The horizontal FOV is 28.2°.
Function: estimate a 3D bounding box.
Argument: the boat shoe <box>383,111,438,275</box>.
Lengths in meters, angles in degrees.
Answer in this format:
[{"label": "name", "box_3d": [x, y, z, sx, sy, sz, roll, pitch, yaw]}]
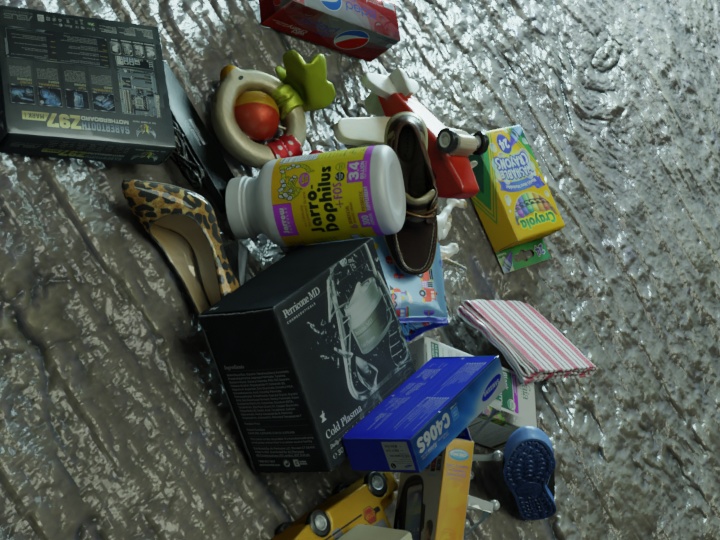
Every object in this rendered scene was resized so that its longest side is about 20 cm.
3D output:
[{"label": "boat shoe", "box_3d": [0.060, -0.088, 1.730, 0.072, 0.072, 0.202, -101, -170, -77]}]

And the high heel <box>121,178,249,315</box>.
[{"label": "high heel", "box_3d": [-0.196, -0.010, 1.601, 0.200, 0.071, 0.143, 37, 40, -37]}]

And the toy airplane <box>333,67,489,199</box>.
[{"label": "toy airplane", "box_3d": [0.061, -0.164, 1.852, 0.199, 0.142, 0.199, 25, 26, -6]}]

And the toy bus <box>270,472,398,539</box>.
[{"label": "toy bus", "box_3d": [-0.030, 0.296, 1.608, 0.200, 0.065, 0.079, -26, 88, -48]}]

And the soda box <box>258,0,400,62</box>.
[{"label": "soda box", "box_3d": [-0.042, -0.348, 1.942, 0.199, 0.070, 0.064, 13, 60, -40]}]

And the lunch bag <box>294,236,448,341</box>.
[{"label": "lunch bag", "box_3d": [0.000, 0.000, 1.791, 0.199, 0.094, 0.152, 6, 70, -33]}]

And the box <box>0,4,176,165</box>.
[{"label": "box", "box_3d": [-0.311, -0.203, 1.589, 0.199, 0.051, 0.159, 1, 67, -32]}]

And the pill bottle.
[{"label": "pill bottle", "box_3d": [-0.053, -0.084, 1.677, 0.104, 0.198, 0.105, -7, 90, -74]}]

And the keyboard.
[{"label": "keyboard", "box_3d": [-0.213, -0.155, 1.707, 0.201, 0.039, 0.104, 59, 18, -1]}]

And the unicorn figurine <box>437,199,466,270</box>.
[{"label": "unicorn figurine", "box_3d": [0.089, -0.079, 1.936, 0.200, 0.074, 0.137, 46, 42, 8]}]

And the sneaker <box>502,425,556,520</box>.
[{"label": "sneaker", "box_3d": [0.213, 0.241, 1.826, 0.201, 0.070, 0.078, 77, 4, -52]}]

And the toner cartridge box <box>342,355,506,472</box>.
[{"label": "toner cartridge box", "box_3d": [0.074, 0.157, 1.596, 0.200, 0.094, 0.043, -36, 116, -48]}]

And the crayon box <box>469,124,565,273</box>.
[{"label": "crayon box", "box_3d": [0.221, -0.106, 2.086, 0.125, 0.051, 0.201, -16, 81, -48]}]

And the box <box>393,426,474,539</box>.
[{"label": "box", "box_3d": [0.079, 0.266, 1.618, 0.041, 0.119, 0.202, 9, 81, -21]}]

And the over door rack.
[{"label": "over door rack", "box_3d": [0.139, 0.263, 1.702, 0.066, 0.201, 0.149, 11, 55, -3]}]

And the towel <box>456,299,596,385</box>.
[{"label": "towel", "box_3d": [0.225, 0.095, 1.936, 0.146, 0.030, 0.199, 46, 22, 26]}]

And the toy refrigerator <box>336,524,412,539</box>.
[{"label": "toy refrigerator", "box_3d": [0.024, 0.385, 1.554, 0.070, 0.076, 0.202, -28, 112, -48]}]

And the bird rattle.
[{"label": "bird rattle", "box_3d": [-0.114, -0.175, 1.787, 0.162, 0.112, 0.202, 15, 71, -25]}]

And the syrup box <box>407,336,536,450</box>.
[{"label": "syrup box", "box_3d": [0.131, 0.159, 1.830, 0.199, 0.081, 0.079, 22, 54, -34]}]

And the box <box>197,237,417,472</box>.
[{"label": "box", "box_3d": [-0.053, 0.094, 1.615, 0.200, 0.123, 0.198, -37, 112, -48]}]
